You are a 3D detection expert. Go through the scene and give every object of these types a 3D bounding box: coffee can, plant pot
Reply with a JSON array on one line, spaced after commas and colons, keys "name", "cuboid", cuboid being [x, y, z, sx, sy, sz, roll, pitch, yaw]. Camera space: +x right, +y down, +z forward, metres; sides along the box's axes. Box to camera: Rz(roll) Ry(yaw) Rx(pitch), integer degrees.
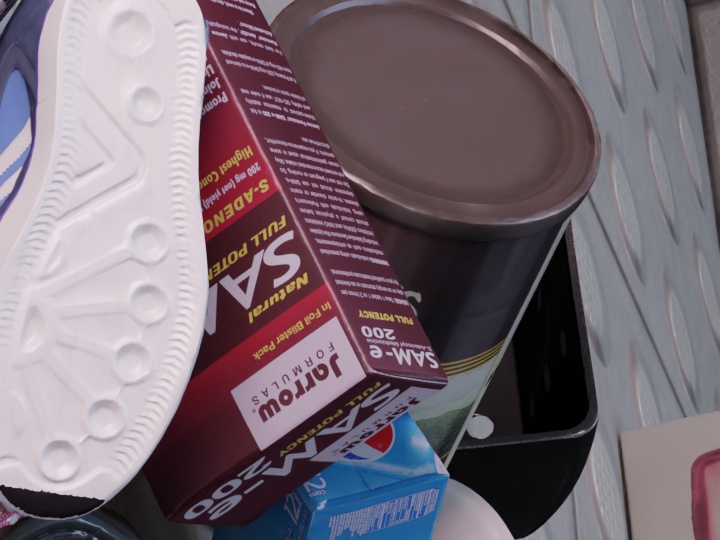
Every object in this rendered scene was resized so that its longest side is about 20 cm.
[{"name": "coffee can", "cuboid": [0.000, 0.000, 1.208, 0.147, 0.146, 0.200, -88, -164, -48]}, {"name": "plant pot", "cuboid": [0.012, 0.045, 1.423, 0.178, 0.199, 0.200, 81, 4, -59]}]

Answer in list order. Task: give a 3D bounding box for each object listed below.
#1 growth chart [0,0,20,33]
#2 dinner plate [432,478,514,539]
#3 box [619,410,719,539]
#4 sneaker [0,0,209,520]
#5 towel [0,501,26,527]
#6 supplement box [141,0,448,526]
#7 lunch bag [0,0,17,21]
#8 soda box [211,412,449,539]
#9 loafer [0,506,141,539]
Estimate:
[{"name": "growth chart", "cuboid": [-0.134, -0.022, 1.229, 0.145, 0.018, 0.200, -84, 156, -52]}, {"name": "dinner plate", "cuboid": [0.004, 0.187, 1.269, 0.024, 0.200, 0.201, 19, 52, -36]}, {"name": "box", "cuboid": [0.309, 0.247, 2.554, 0.128, 0.109, 0.200, 59, 22, -49]}, {"name": "sneaker", "cuboid": [-0.106, -0.009, 1.014, 0.146, 0.080, 0.201, 163, -64, -71]}, {"name": "towel", "cuboid": [-0.136, 0.016, 1.064, 0.147, 0.030, 0.200, 58, 18, 2]}, {"name": "supplement box", "cuboid": [-0.061, -0.015, 1.083, 0.061, 0.109, 0.200, 10, 48, -59]}, {"name": "lunch bag", "cuboid": [-0.179, -0.182, 0.968, 0.200, 0.139, 0.168, 51, 51, -58]}, {"name": "soda box", "cuboid": [-0.022, 0.134, 1.175, 0.068, 0.064, 0.200, 56, -33, 36]}, {"name": "loafer", "cuboid": [-0.101, 0.145, 1.124, 0.063, 0.072, 0.200, 62, -1, 46]}]
